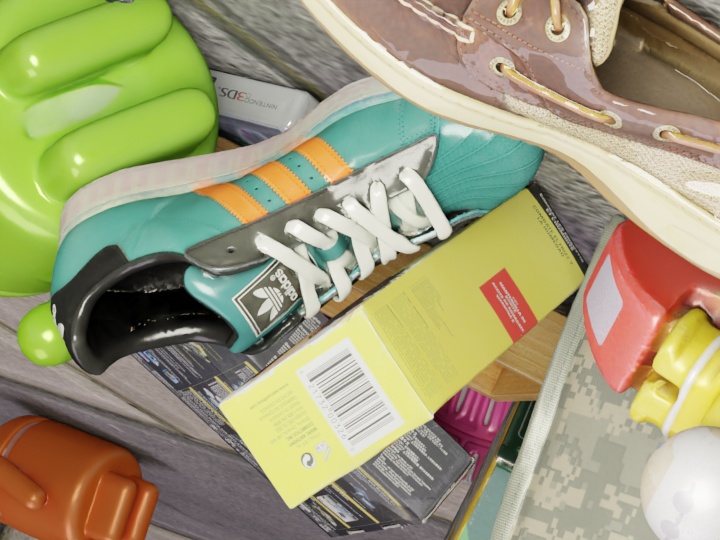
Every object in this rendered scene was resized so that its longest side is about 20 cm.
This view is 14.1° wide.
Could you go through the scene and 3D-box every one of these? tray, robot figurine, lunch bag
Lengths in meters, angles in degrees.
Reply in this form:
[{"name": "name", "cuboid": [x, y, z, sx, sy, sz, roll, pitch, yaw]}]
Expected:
[{"name": "tray", "cuboid": [0.000, 0.000, 1.308, 0.200, 0.037, 0.099, 28, 170, -14]}, {"name": "robot figurine", "cuboid": [-0.294, 0.209, 2.843, 0.200, 0.144, 0.117, 18, 129, 32]}, {"name": "lunch bag", "cuboid": [0.146, 0.104, 1.157, 0.164, 0.201, 0.118, 18, 167, 27]}, {"name": "robot figurine", "cuboid": [-0.132, -0.053, 1.208, 0.176, 0.115, 0.200, 65, 154, -1]}]

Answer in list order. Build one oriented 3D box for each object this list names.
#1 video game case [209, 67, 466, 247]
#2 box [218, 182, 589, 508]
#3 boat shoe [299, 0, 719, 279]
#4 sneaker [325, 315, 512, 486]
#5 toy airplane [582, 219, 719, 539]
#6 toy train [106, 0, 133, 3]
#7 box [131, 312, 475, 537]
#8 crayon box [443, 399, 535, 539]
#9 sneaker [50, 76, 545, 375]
[{"name": "video game case", "cuboid": [-0.042, -0.046, 1.333, 0.181, 0.023, 0.200, 16, 166, 39]}, {"name": "box", "cuboid": [0.023, 0.025, 1.114, 0.050, 0.075, 0.200, 56, -155, 1]}, {"name": "boat shoe", "cuboid": [0.067, -0.074, 0.885, 0.200, 0.072, 0.072, 35, 139, 3]}, {"name": "sneaker", "cuboid": [0.050, 0.070, 1.551, 0.200, 0.082, 0.088, 25, 175, 42]}, {"name": "toy airplane", "cuboid": [0.158, 0.077, 1.005, 0.141, 0.201, 0.199, -13, -175, -43]}, {"name": "toy train", "cuboid": [-0.072, -0.124, 1.001, 0.046, 0.034, 0.200, 32, 167, -16]}, {"name": "box", "cuboid": [-0.051, 0.052, 1.473, 0.200, 0.049, 0.161, 43, 164, -7]}, {"name": "crayon box", "cuboid": [0.066, 0.139, 1.418, 0.051, 0.126, 0.200, 26, 125, 2]}, {"name": "sneaker", "cuboid": [-0.023, -0.010, 1.080, 0.199, 0.080, 0.071, -19, 131, 17]}]
